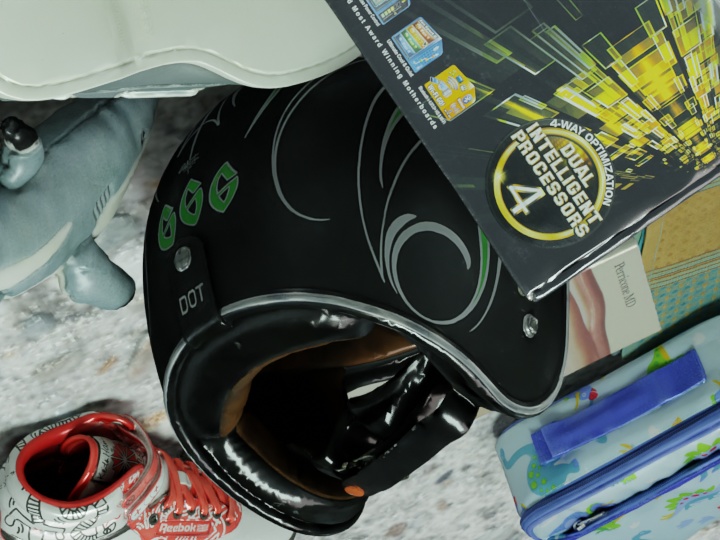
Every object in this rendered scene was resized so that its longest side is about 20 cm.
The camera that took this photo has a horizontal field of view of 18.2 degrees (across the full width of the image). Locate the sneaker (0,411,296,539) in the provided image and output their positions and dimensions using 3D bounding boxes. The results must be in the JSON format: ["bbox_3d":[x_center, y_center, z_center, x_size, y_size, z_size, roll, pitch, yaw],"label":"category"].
[{"bbox_3d":[-0.111,0.125,1.224,0.200,0.068,0.108,-3,144,-27],"label":"sneaker"}]

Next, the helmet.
[{"bbox_3d":[0.000,0.000,1.007,0.198,0.192,0.201,5,135,5],"label":"helmet"}]

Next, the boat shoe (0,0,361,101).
[{"bbox_3d":[-0.082,-0.107,0.934,0.199,0.074,0.062,-12,-170,-32],"label":"boat shoe"}]

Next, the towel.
[{"bbox_3d":[0.216,-0.031,1.269,0.145,0.022,0.201,-17,146,-13],"label":"towel"}]

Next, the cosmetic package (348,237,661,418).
[{"bbox_3d":[0.045,0.020,1.160,0.199,0.088,0.104,-27,147,2],"label":"cosmetic package"}]

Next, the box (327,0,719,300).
[{"bbox_3d":[0.077,-0.115,0.886,0.161,0.201,0.049,-33,-174,6],"label":"box"}]

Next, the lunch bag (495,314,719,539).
[{"bbox_3d":[0.191,0.104,1.372,0.199,0.083,0.160,-31,151,20],"label":"lunch bag"}]

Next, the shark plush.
[{"bbox_3d":[-0.156,-0.036,0.921,0.199,0.091,0.084,-8,136,-55],"label":"shark plush"}]
